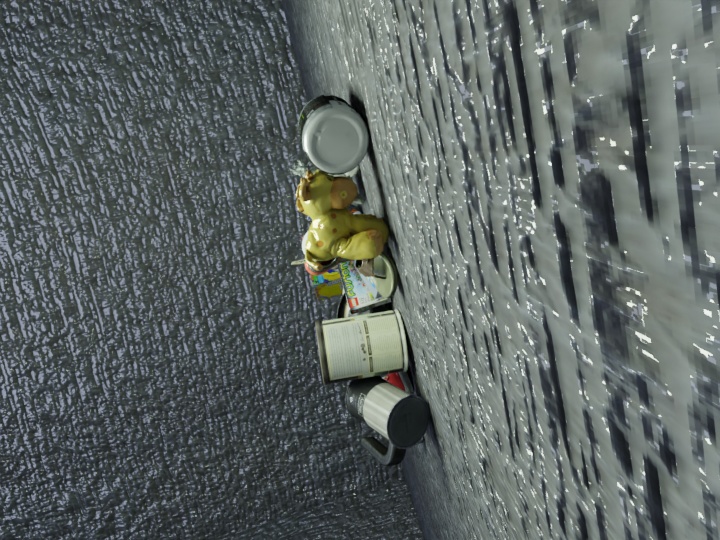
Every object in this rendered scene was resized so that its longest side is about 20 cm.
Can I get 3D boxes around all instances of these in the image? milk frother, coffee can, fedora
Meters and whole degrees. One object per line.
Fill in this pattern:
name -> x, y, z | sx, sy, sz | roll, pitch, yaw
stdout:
milk frother -> 0.096, 0.335, 1.249 | 0.187, 0.197, 0.184 | 14, 115, 58
coffee can -> 0.001, 0.178, 1.248 | 0.146, 0.196, 0.149 | 172, 90, -85
fedora -> 0.030, 0.127, 1.406 | 0.091, 0.199, 0.204 | 11, 123, 48

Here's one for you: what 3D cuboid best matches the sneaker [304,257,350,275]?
sneaker -> -0.041, -0.054, 1.301 | 0.078, 0.199, 0.082 | 54, 161, -3

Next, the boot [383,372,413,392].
boot -> 0.065, 0.313, 1.430 | 0.201, 0.142, 0.073 | 83, 172, -60

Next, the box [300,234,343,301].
box -> -0.078, -0.032, 1.788 | 0.123, 0.197, 0.195 | 80, 173, -62

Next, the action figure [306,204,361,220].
action figure -> -0.070, -0.174, 1.516 | 0.193, 0.198, 0.106 | 41, 111, 44

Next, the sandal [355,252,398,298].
sandal -> 0.011, -0.023, 1.114 | 0.202, 0.057, 0.080 | 56, 142, 25

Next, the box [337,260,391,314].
box -> 0.000, 0.000, 1.365 | 0.035, 0.108, 0.203 | 65, -173, -68

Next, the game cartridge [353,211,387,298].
game cartridge -> 0.023, -0.026, 1.236 | 0.134, 0.040, 0.201 | 53, 161, 31

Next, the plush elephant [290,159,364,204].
plush elephant -> -0.059, -0.205, 1.318 | 0.154, 0.167, 0.199 | 28, -174, 34

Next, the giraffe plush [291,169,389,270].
giraffe plush -> -0.053, -0.110, 1.005 | 0.173, 0.197, 0.165 | -133, 29, -66

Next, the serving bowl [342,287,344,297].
serving bowl -> 0.019, 0.092, 1.522 | 0.199, 0.065, 0.204 | -5, -90, -67

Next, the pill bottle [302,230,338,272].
pill bottle -> -0.072, -0.055, 1.551 | 0.199, 0.111, 0.112 | 20, -137, -46

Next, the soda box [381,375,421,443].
soda box -> 0.120, 0.400, 1.536 | 0.064, 0.067, 0.203 | 78, 176, -64

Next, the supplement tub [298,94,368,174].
supplement tub -> -0.057, -0.267, 1.022 | 0.201, 0.121, 0.124 | -111, 6, -63
